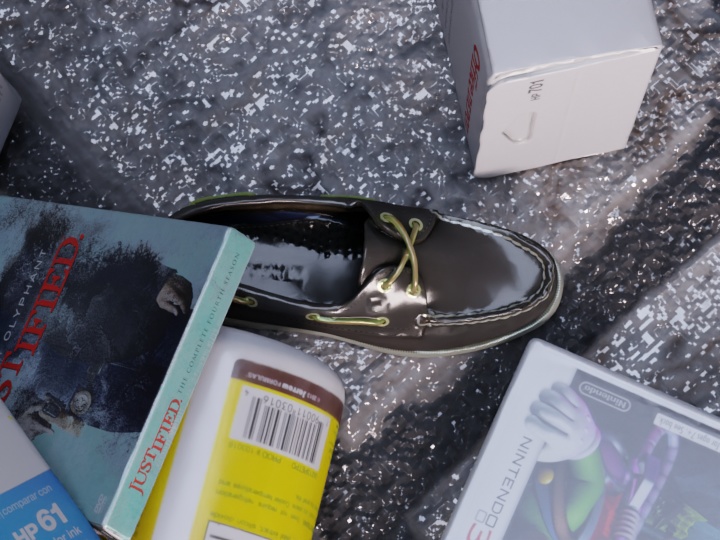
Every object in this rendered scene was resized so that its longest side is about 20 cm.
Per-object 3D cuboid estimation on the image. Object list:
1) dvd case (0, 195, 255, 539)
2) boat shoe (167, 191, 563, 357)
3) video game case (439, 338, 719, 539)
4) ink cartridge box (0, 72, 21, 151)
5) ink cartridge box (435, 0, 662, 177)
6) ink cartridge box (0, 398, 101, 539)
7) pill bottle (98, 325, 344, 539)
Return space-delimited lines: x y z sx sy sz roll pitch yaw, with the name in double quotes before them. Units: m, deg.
"dvd case" -0.147 0.038 0.964 0.200 0.022 0.146 9 71 46
"boat shoe" 0.000 0.000 1.010 0.201 0.061 0.072 2 75 2
"video game case" 0.136 0.152 0.985 0.200 0.023 0.182 24 77 8
"ink cartridge box" -0.295 -0.047 1.009 0.200 0.084 0.176 16 75 12
"ink cartridge box" 0.077 -0.165 1.009 0.086 0.146 0.200 -12 75 -4
"ink cartridge box" -0.221 0.090 0.909 0.085 0.145 0.200 -30 79 -45
"pill bottle" -0.080 0.131 0.952 0.109 0.109 0.200 13 75 5
